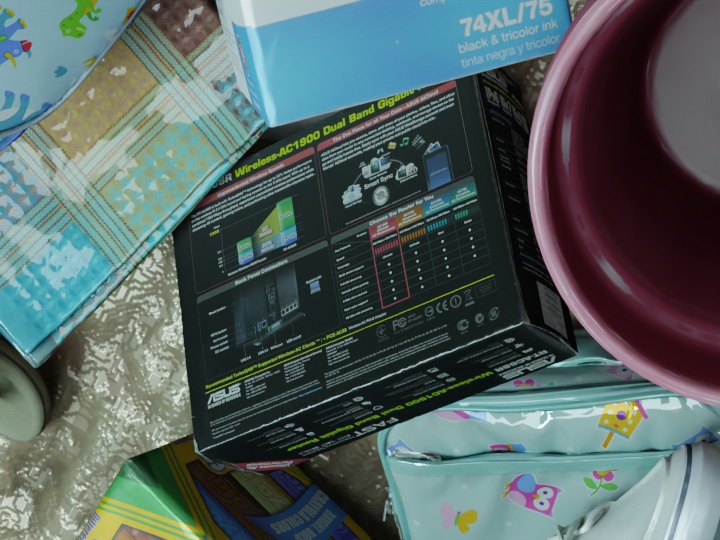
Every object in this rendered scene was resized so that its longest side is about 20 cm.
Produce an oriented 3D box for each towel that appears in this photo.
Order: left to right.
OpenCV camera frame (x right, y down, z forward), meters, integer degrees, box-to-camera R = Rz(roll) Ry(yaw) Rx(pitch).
[{"bbox_3d":[-0.150,-0.070,0.890,0.200,0.022,0.147,-44,92,4],"label":"towel"}]

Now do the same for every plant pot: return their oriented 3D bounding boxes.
[{"bbox_3d":[0.179,-0.065,0.762,0.198,0.179,0.202,4,111,11],"label":"plant pot"}]

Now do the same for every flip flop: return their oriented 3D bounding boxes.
[{"bbox_3d":[-0.233,0.050,0.953,0.080,0.200,0.058,20,70,18],"label":"flip flop"}]

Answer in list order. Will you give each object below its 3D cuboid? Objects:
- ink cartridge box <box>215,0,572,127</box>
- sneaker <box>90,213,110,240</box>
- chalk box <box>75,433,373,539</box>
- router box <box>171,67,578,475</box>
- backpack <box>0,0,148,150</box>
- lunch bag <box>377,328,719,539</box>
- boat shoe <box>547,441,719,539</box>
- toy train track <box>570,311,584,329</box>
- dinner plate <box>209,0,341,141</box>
[{"bbox_3d":[-0.005,-0.189,0.791,0.144,0.147,0.202,-15,104,-6],"label":"ink cartridge box"},{"bbox_3d":[-0.209,-0.025,0.958,0.198,0.082,0.075,-14,105,17],"label":"sneaker"},{"bbox_3d":[-0.056,0.199,0.947,0.200,0.124,0.125,42,114,18],"label":"chalk box"},{"bbox_3d":[0.000,0.000,0.874,0.199,0.062,0.151,-23,62,26],"label":"router box"},{"bbox_3d":[-0.193,-0.145,0.775,0.182,0.148,0.200,26,116,-31],"label":"backpack"},{"bbox_3d":[0.107,0.105,0.908,0.198,0.077,0.162,-6,126,16],"label":"lunch bag"},{"bbox_3d":[0.116,0.157,0.849,0.066,0.074,0.201,20,126,-1],"label":"boat shoe"},{"bbox_3d":[0.135,-0.036,0.897,0.199,0.033,0.115,-30,97,19],"label":"toy train track"},{"bbox_3d":[-0.047,-0.163,0.902,0.198,0.024,0.203,4,109,12],"label":"dinner plate"}]
